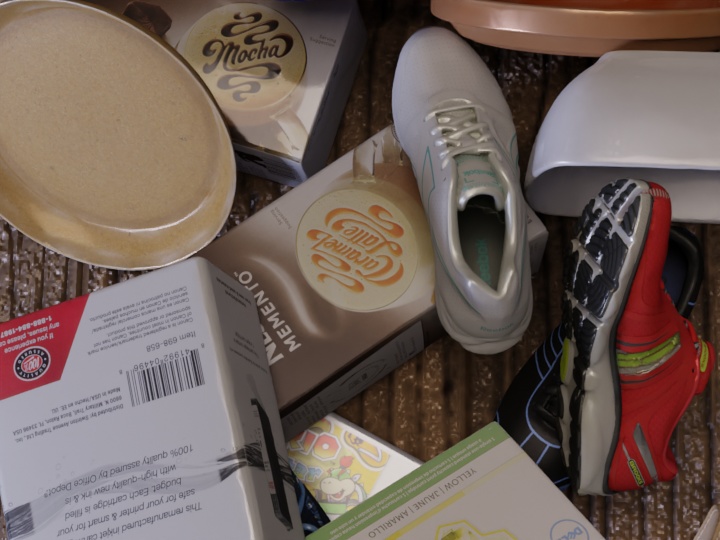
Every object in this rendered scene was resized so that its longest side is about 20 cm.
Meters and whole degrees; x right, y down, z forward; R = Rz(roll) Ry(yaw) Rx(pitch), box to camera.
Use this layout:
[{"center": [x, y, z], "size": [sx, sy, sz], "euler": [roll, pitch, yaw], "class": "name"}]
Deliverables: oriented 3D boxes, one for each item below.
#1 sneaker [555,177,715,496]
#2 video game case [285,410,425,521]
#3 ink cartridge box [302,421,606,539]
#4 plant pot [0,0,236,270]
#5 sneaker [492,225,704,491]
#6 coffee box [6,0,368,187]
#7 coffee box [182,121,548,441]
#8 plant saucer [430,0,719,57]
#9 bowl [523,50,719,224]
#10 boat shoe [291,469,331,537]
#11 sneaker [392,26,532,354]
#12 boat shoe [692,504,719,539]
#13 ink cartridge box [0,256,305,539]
[{"center": [0.159, 0.036, 1.044], "size": [0.085, 0.077, 0.200], "euler": [-2, 120, -10], "class": "sneaker"}, {"center": [-0.084, 0.155, 1.143], "size": [0.200, 0.023, 0.182], "euler": [28, 81, 11], "class": "video game case"}, {"center": [0.081, 0.196, 1.024], "size": [0.145, 0.048, 0.200], "euler": [-28, 58, -25], "class": "ink cartridge box"}, {"center": [-0.166, -0.086, 1.140], "size": [0.200, 0.200, 0.028], "euler": [17, 42, 9], "class": "plant pot"}, {"center": [0.138, 0.055, 1.116], "size": [0.070, 0.078, 0.200], "euler": [33, 82, 10], "class": "sneaker"}, {"center": [-0.109, -0.137, 1.183], "size": [0.200, 0.080, 0.113], "euler": [17, 80, 9], "class": "coffee box"}, {"center": [0.000, 0.000, 1.130], "size": [0.200, 0.080, 0.114], "euler": [-35, 75, -11], "class": "coffee box"}, {"center": [0.142, -0.154, 1.113], "size": [0.200, 0.200, 0.032], "euler": [4, 106, 6], "class": "plant saucer"}, {"center": [0.196, -0.076, 1.074], "size": [0.200, 0.200, 0.075], "euler": [1, 83, 2], "class": "bowl"}, {"center": [-0.068, 0.146, 1.097], "size": [0.084, 0.069, 0.200], "euler": [-39, 78, -4], "class": "boat shoe"}, {"center": [0.065, -0.057, 1.067], "size": [0.070, 0.080, 0.201], "euler": [-11, 71, -4], "class": "sneaker"}, {"center": [0.164, 0.217, 1.078], "size": [0.069, 0.074, 0.200], "euler": [29, 82, 5], "class": "boat shoe"}, {"center": [-0.117, 0.114, 1.019], "size": [0.144, 0.084, 0.200], "euler": [-18, 69, 14], "class": "ink cartridge box"}]
